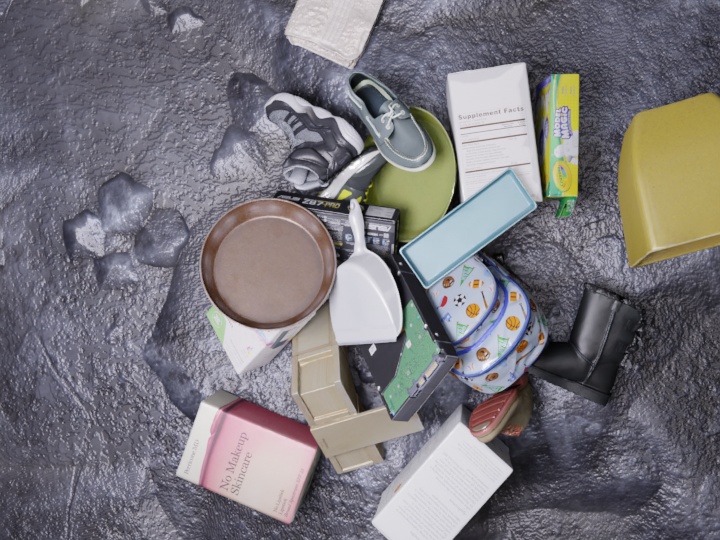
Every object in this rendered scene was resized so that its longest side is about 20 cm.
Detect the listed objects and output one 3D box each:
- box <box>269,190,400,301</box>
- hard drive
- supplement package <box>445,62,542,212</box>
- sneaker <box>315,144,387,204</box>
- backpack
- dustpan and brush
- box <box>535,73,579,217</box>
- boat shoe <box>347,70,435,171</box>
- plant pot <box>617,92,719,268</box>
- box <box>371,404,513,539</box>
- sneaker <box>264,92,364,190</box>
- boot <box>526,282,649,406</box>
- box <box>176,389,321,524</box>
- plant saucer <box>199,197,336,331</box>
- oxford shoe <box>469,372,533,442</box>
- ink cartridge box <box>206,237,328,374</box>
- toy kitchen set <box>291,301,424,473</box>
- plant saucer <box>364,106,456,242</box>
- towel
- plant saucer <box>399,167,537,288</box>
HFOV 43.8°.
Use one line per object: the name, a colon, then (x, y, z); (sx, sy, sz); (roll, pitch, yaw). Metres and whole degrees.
box: (-0.041, -0.029, 1.376); (0.196, 0.049, 0.164); (8, 121, 10)
hard drive: (0.057, 0.095, 1.291); (0.141, 0.037, 0.201); (-56, 41, 30)
supplement package: (0.197, -0.193, 1.345); (0.117, 0.121, 0.204); (-7, 90, 5)
sneaker: (-0.014, -0.113, 1.397); (0.085, 0.075, 0.200); (44, 115, -7)
backpack: (0.175, 0.075, 1.314); (0.201, 0.153, 0.190); (-53, 50, 6)
dustpan and brush: (0.000, 0.000, 1.294); (0.138, 0.057, 0.204); (-8, 99, 47)
box: (0.291, -0.181, 1.336); (0.047, 0.117, 0.204); (-1, 91, 0)
boat shoe: (0.039, -0.222, 1.317); (0.072, 0.062, 0.201); (-37, 56, 3)
plant pot: (0.468, -0.134, 1.287); (0.191, 0.195, 0.204); (-14, 81, 7)
box: (0.125, 0.322, 1.352); (0.106, 0.152, 0.201); (41, 97, 4)
sneaker: (-0.096, -0.194, 1.366); (0.198, 0.076, 0.114); (28, 74, 33)
boot: (0.329, 0.098, 1.362); (0.195, 0.073, 0.165); (22, 96, -1)
box: (-0.168, 0.290, 1.409); (0.197, 0.109, 0.130); (21, 94, 5)
plant saucer: (-0.133, -0.006, 1.297); (0.196, 0.035, 0.204); (1, 70, -4)
oxford shoe: (0.219, 0.213, 1.319); (0.070, 0.199, 0.076); (-25, 93, 33)
ink cartridge box: (-0.144, 0.053, 1.362); (0.200, 0.067, 0.118); (-46, 69, 38)
toy kitchen set: (0.002, 0.174, 1.405); (0.160, 0.182, 0.202); (-16, 129, 10)
plant saucer: (0.076, -0.145, 1.363); (0.198, 0.031, 0.204); (1, 92, 45)
towel: (-0.028, -0.432, 1.410); (0.131, 0.034, 0.203); (23, 94, 5)
plant saucer: (0.153, -0.061, 1.284); (0.199, 0.019, 0.070); (-37, 93, 7)
